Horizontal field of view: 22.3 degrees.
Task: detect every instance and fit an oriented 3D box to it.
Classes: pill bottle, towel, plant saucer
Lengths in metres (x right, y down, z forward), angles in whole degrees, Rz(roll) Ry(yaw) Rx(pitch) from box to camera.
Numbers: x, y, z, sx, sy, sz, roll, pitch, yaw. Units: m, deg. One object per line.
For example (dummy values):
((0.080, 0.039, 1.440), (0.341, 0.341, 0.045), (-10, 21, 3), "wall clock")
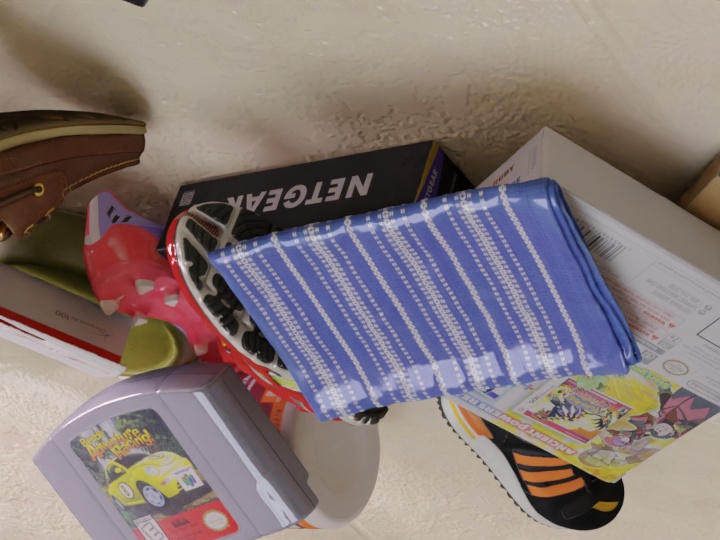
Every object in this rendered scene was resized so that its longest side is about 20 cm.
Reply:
((-0.096, 0.128, 1.323), (0.199, 0.115, 0.114), (-4, 145, 32), "pill bottle")
((0.036, 0.021, 0.973), (0.199, 0.024, 0.145), (-12, 134, 23), "towel")
((-0.195, 0.024, 1.285), (0.198, 0.031, 0.200), (14, 150, 8), "plant saucer")

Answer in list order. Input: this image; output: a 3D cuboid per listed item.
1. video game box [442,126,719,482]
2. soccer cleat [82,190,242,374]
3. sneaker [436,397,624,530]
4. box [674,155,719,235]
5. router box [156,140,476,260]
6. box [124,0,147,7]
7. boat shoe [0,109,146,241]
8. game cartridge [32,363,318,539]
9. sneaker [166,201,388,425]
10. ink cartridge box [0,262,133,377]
((0.123, 0.027, 1.016), (0.199, 0.047, 0.182), (29, 133, -22), "video game box")
((-0.109, 0.010, 1.195), (0.066, 0.077, 0.200), (-25, 152, 23), "soccer cleat")
((0.136, 0.116, 1.219), (0.090, 0.070, 0.200), (-7, 141, 42), "sneaker")
((0.232, 0.014, 1.043), (0.162, 0.021, 0.200), (21, 151, -7), "box")
((0.000, 0.000, 1.114), (0.199, 0.053, 0.157), (-7, 142, 37), "router box")
((-0.160, -0.216, 0.775), (0.199, 0.107, 0.122), (21, 153, -7), "box")
((-0.204, -0.051, 1.023), (0.072, 0.068, 0.199), (9, -163, 42), "boat shoe")
((-0.135, 0.136, 1.252), (0.199, 0.041, 0.134), (-25, 102, 40), "game cartridge")
((-0.060, 0.035, 1.080), (0.084, 0.077, 0.200), (-1, 145, 39), "sneaker")
((-0.219, 0.016, 1.142), (0.159, 0.048, 0.200), (24, 170, -10), "ink cartridge box")
